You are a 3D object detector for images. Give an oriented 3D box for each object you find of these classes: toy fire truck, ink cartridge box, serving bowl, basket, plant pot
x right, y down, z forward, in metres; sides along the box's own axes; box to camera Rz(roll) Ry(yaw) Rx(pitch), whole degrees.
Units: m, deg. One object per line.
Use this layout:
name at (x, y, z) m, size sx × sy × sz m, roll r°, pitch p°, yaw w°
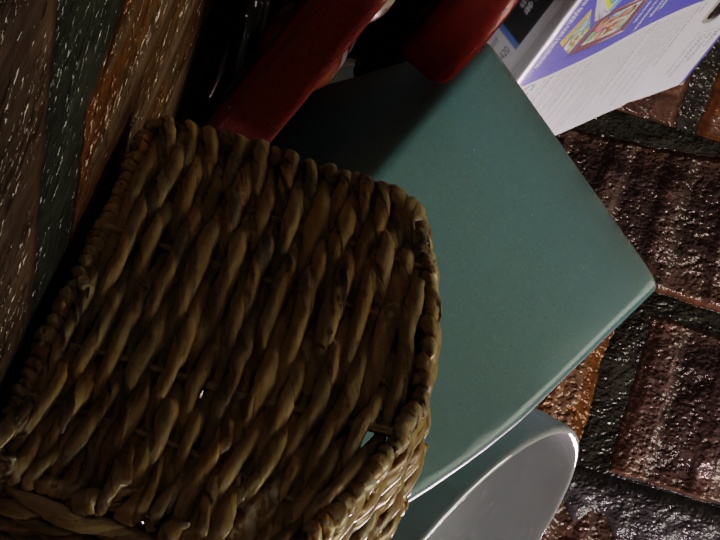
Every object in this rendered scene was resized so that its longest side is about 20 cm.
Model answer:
toy fire truck at (-0.010, -0.124, 1.232) m, size 0.168 × 0.112 × 0.200 m, roll -47°, pitch -170°, yaw 29°
ink cartridge box at (0.130, -0.135, 1.423) m, size 0.200 × 0.047 × 0.198 m, roll -27°, pitch 163°, yaw -38°
serving bowl at (0.017, 0.136, 1.343) m, size 0.200 × 0.066 × 0.200 m, roll -45°, pitch 161°, yaw -20°
basket at (-0.050, 0.070, 1.030) m, size 0.200 × 0.142 × 0.149 m, roll -69°, pitch 175°, yaw -46°
plant pot at (-0.003, 0.025, 1.235) m, size 0.200 × 0.141 × 0.141 m, roll -47°, pitch -160°, yaw -30°

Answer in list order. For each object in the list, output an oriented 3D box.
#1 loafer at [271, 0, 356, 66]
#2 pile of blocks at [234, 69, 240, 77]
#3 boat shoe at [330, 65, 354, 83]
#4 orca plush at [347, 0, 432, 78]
loafer at (0.025, -0.139, 1.465) m, size 0.200 × 0.067 × 0.076 m, roll -30°, pitch 144°, yaw -55°
pile of blocks at (-0.058, 0.010, 1.333) m, size 0.082 × 0.062 × 0.201 m, roll -62°, pitch 169°, yaw -74°
boat shoe at (-0.028, -0.047, 1.577) m, size 0.091 × 0.071 × 0.201 m, roll -64°, pitch 177°, yaw -84°
orca plush at (0.007, -0.101, 1.353) m, size 0.200 × 0.071 × 0.105 m, roll -57°, pitch -166°, yaw 40°
